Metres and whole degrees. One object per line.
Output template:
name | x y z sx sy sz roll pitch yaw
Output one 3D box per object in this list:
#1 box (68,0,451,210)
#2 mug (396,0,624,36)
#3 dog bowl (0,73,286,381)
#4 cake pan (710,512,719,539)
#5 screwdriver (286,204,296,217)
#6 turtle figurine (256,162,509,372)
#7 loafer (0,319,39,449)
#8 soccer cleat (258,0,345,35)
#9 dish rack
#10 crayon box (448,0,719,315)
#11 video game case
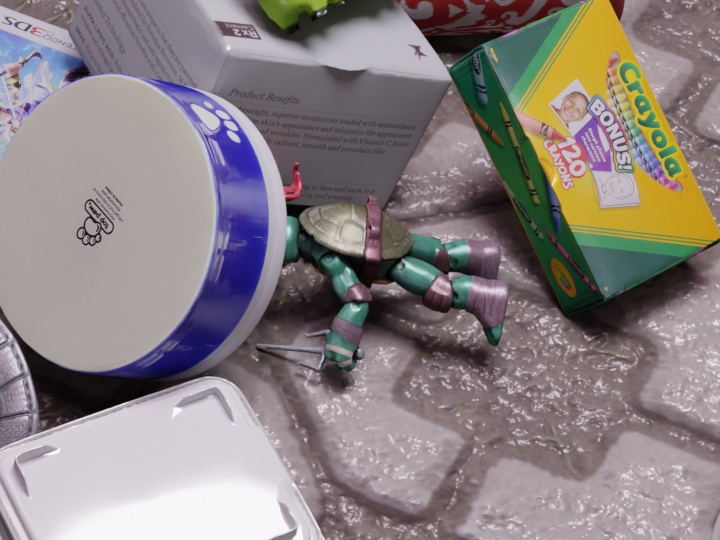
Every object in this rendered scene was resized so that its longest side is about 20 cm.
box | -0.076 -0.158 1.724 0.198 0.131 0.200 3 39 -36
mug | 0.097 -0.244 1.910 0.199 0.178 0.134 -7 82 -8
dog bowl | -0.151 -0.028 1.571 0.200 0.201 0.079 40 16 30
cake pan | 0.318 0.205 1.508 0.199 0.037 0.201 4 44 -4
screwdriver | -0.137 -0.023 1.693 0.199 0.028 0.029 -13 76 -23
turtle figurine | 0.000 0.000 1.644 0.199 0.101 0.150 9 43 -6
loafer | -0.273 0.050 1.578 0.072 0.063 0.200 -33 72 -12
soccer cleat | -0.016 -0.228 1.669 0.081 0.067 0.200 63 33 -4
dish rack | -0.131 0.150 1.489 0.199 0.044 0.172 -18 58 -25
crayon box | 0.162 -0.084 1.700 0.118 0.058 0.201 -25 89 -29
video game case | -0.273 -0.113 1.759 0.180 0.046 0.200 20 46 15
